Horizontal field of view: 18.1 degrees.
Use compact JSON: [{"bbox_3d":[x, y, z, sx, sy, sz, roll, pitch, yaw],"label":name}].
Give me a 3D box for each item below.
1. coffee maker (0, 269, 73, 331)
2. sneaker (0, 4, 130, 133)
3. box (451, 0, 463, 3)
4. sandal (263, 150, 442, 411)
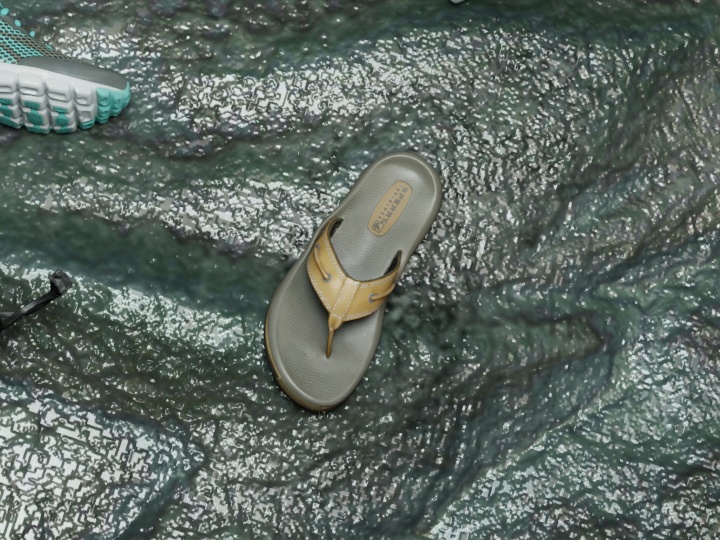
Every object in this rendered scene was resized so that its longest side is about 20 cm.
[{"bbox_3d":[-0.327,-0.016,1.441,0.192,0.135,0.200,-27,82,-42],"label":"coffee maker"},{"bbox_3d":[-0.250,-0.151,1.513,0.199,0.078,0.091,11,68,-11],"label":"sneaker"},{"bbox_3d":[0.109,-0.337,1.592,0.200,0.171,0.199,-30,83,-19],"label":"box"},{"bbox_3d":[0.000,0.000,1.533,0.082,0.055,0.200,33,70,-1],"label":"sandal"}]
